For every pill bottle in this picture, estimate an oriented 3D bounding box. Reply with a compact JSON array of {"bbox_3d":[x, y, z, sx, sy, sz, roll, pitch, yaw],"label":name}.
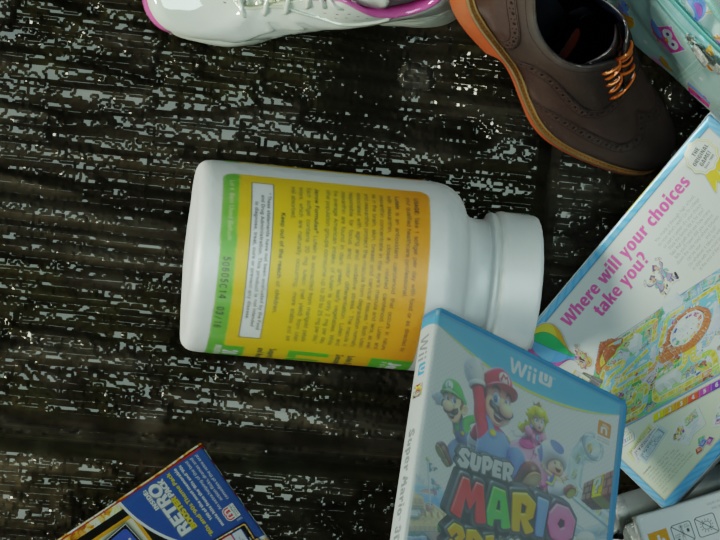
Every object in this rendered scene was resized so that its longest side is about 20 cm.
[{"bbox_3d":[0.000,0.000,1.526,0.200,0.111,0.111,5,90,-7],"label":"pill bottle"}]

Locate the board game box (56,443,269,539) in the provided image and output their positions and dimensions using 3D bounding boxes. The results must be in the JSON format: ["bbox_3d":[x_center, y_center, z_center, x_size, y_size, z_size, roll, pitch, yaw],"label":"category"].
[{"bbox_3d":[-0.126,0.212,1.491,0.200,0.046,0.152,-32,83,-34],"label":"board game box"}]

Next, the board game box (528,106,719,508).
[{"bbox_3d":[0.194,0.023,1.524,0.134,0.034,0.200,44,117,11],"label":"board game box"}]

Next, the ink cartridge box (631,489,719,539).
[{"bbox_3d":[0.278,0.204,1.492,0.198,0.047,0.200,-18,75,3],"label":"ink cartridge box"}]

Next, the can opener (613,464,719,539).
[{"bbox_3d":[0.171,0.162,1.587,0.200,0.053,0.067,-20,128,-5],"label":"can opener"}]

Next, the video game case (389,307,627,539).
[{"bbox_3d":[0.081,0.136,1.454,0.143,0.018,0.200,26,56,-27],"label":"video game case"}]

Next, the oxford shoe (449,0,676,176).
[{"bbox_3d":[0.131,-0.114,1.526,0.200,0.073,0.071,40,76,-38],"label":"oxford shoe"}]

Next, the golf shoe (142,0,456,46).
[{"bbox_3d":[-0.027,-0.172,1.531,0.200,0.092,0.075,-7,93,-5],"label":"golf shoe"}]

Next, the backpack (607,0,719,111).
[{"bbox_3d":[0.246,-0.175,1.532,0.200,0.153,0.176,40,77,9],"label":"backpack"}]
